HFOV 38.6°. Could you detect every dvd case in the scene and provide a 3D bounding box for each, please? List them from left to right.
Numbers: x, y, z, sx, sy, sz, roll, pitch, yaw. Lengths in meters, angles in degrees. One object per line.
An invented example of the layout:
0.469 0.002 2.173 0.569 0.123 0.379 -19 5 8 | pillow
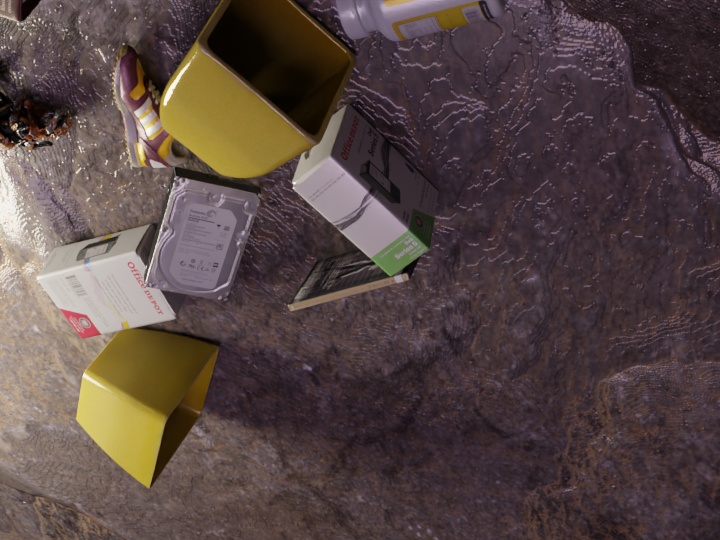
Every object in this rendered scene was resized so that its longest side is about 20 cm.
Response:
0.000 0.000 1.562 0.198 0.149 0.016 -16 111 23 | dvd case

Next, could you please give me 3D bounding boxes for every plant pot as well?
-0.384 0.218 1.808 0.175 0.200 0.201 26 131 5 | plant pot
-0.159 -0.241 1.379 0.195 0.195 0.199 39 135 -20 | plant pot

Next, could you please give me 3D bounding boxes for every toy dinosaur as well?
-0.537 -0.221 1.541 0.198 0.103 0.136 -22 142 2 | toy dinosaur

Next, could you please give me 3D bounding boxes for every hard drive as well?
-0.246 -0.052 1.593 0.138 0.038 0.201 11 118 -21 | hard drive

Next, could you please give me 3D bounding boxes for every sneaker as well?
-0.300 -0.238 1.490 0.089 0.075 0.201 0 136 2 | sneaker

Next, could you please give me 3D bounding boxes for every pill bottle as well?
0.074 -0.350 1.281 0.198 0.113 0.113 -9 127 19 | pill bottle

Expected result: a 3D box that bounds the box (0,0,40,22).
-0.482 -0.446 1.290 0.198 0.165 0.167 18 131 -3 | box

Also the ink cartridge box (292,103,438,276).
0.011 -0.115 1.465 0.084 0.146 0.200 -34 115 32 | ink cartridge box

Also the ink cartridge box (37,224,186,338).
-0.408 0.020 1.709 0.198 0.086 0.148 -12 125 19 | ink cartridge box
